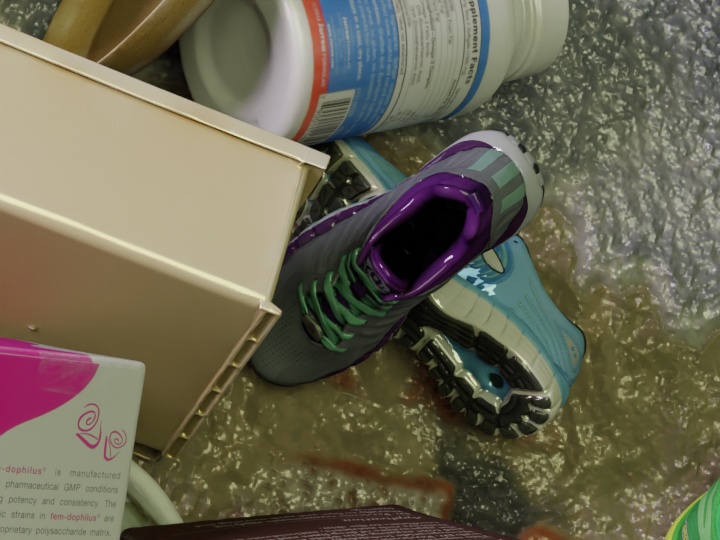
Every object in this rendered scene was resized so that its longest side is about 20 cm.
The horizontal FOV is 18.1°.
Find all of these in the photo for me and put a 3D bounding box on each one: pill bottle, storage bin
[{"bbox_3d":[0.012,-0.131,1.219,0.200,0.112,0.112,-14,82,-38],"label":"pill bottle"},{"bbox_3d":[-0.149,-0.007,1.112,0.200,0.199,0.094,21,56,-12],"label":"storage bin"}]

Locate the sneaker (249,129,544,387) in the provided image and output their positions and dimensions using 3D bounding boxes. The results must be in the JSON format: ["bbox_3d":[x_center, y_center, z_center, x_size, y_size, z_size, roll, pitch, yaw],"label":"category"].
[{"bbox_3d":[0.000,0.000,1.154,0.074,0.200,0.088,51,29,2],"label":"sneaker"}]

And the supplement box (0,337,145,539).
[{"bbox_3d":[-0.178,0.129,1.019,0.101,0.103,0.200,11,89,-49],"label":"supplement box"}]

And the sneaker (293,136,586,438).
[{"bbox_3d":[0.044,0.000,1.244,0.200,0.078,0.090,48,44,3],"label":"sneaker"}]

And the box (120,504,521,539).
[{"bbox_3d":[-0.005,0.209,1.073,0.166,0.200,0.164,-1,93,-27],"label":"box"}]

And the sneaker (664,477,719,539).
[{"bbox_3d":[0.248,0.104,1.265,0.074,0.084,0.200,38,69,-5],"label":"sneaker"}]

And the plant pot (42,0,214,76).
[{"bbox_3d":[-0.094,-0.167,1.166,0.027,0.200,0.200,37,69,-23],"label":"plant pot"}]

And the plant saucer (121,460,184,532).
[{"bbox_3d":[-0.177,0.174,1.121,0.200,0.050,0.200,-1,93,-27],"label":"plant saucer"}]
